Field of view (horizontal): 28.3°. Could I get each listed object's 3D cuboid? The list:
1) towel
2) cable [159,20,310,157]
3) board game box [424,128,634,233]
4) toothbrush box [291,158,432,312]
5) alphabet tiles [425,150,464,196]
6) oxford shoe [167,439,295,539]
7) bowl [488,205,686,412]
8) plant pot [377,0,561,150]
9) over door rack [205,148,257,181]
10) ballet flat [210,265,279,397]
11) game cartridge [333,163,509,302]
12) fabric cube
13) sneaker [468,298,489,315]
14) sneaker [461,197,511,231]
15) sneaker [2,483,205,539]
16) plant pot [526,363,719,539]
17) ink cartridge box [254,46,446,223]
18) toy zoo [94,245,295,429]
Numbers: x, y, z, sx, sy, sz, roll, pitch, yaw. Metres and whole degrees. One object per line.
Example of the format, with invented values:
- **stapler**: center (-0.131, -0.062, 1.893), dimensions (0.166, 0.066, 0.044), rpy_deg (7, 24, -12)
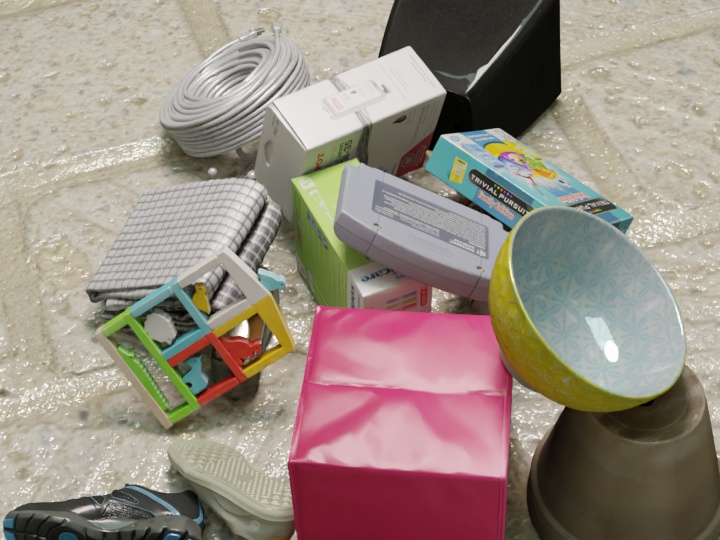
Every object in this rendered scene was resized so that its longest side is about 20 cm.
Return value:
- **towel**: center (-0.195, -0.011, 1.600), dimensions (0.199, 0.086, 0.166), rpy_deg (-6, 47, 39)
- **cable**: center (-0.159, -0.222, 1.805), dimensions (0.199, 0.070, 0.200), rpy_deg (-29, 30, 1)
- **board game box**: center (0.191, -0.087, 1.603), dimensions (0.199, 0.047, 0.151), rpy_deg (36, 24, 21)
- **toothbrush box**: center (0.000, 0.000, 1.578), dimensions (0.085, 0.146, 0.201), rpy_deg (-18, 48, -15)
- **alphabet tiles**: center (0.176, -0.095, 1.674), dimensions (0.198, 0.006, 0.167), rpy_deg (12, 27, -31)
- **oxford shoe**: center (-0.132, 0.221, 1.427), dimensions (0.075, 0.058, 0.199), rpy_deg (-10, 24, -39)
- **bowl**: center (0.187, 0.053, 1.301), dimensions (0.199, 0.108, 0.202), rpy_deg (20, 48, -23)
- **plant pot**: center (0.123, -0.255, 1.790), dimensions (0.199, 0.200, 0.178), rpy_deg (24, 63, 22)
- **over door rack**: center (-0.071, -0.128, 1.754), dimensions (0.199, 0.067, 0.148), rpy_deg (23, 53, 22)
- **ballet flat**: center (-0.128, 0.050, 1.592), dimensions (0.067, 0.064, 0.201), rpy_deg (1, 47, 3)
- **game cartridge**: center (0.067, -0.037, 1.493), dimensions (0.198, 0.042, 0.134), rpy_deg (23, 36, -9)
- **fabric cube**: center (0.046, 0.172, 1.382), dimensions (0.197, 0.197, 0.201), rpy_deg (3, 48, 7)
- **sneaker**: center (0.221, 0.051, 1.575), dimensions (0.198, 0.073, 0.115), rpy_deg (-7, 62, 8)
- **sneaker**: center (0.134, -0.041, 1.642), dimensions (0.200, 0.068, 0.108), rpy_deg (-12, 43, -36)
- **sneaker**: center (-0.252, 0.254, 1.414), dimensions (0.198, 0.074, 0.082), rpy_deg (5, 30, -1)
- **plant pot**: center (0.264, 0.174, 1.387), dimensions (0.198, 0.174, 0.201), rpy_deg (-2, 46, 2)
- **ink cartridge box**: center (-0.013, -0.156, 1.662), dimensions (0.199, 0.147, 0.083), rpy_deg (-25, 65, -26)
- **toy zoo**: center (-0.159, 0.063, 1.487), dimensions (0.199, 0.132, 0.020), rpy_deg (-31, 17, 11)
